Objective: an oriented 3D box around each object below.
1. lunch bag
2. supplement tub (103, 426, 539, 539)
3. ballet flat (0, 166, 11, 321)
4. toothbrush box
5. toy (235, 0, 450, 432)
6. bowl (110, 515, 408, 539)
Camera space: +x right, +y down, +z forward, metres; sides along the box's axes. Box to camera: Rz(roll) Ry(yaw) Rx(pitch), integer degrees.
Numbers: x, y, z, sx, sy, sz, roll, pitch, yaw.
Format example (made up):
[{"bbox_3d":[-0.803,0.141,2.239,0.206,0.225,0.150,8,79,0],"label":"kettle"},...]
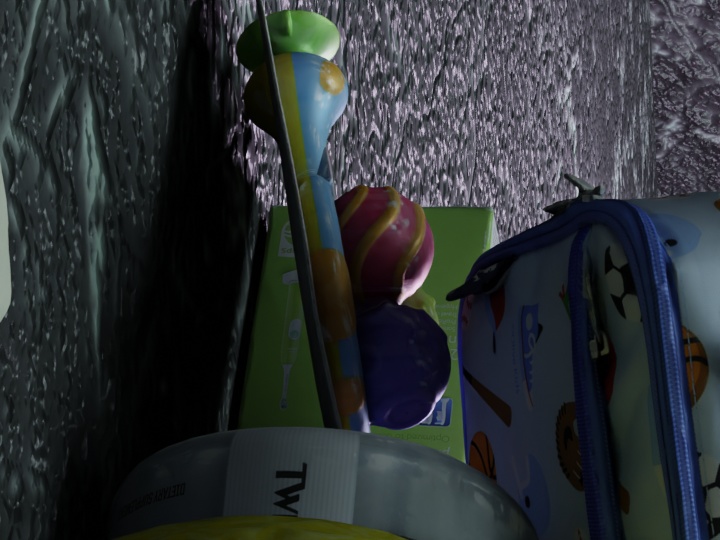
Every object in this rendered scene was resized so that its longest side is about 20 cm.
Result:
[{"bbox_3d":[0.083,0.071,0.668,0.160,0.075,0.201,159,-75,-73],"label":"lunch bag"},{"bbox_3d":[-0.018,0.152,0.610,0.123,0.122,0.201,73,20,-58],"label":"supplement tub"},{"bbox_3d":[-0.089,0.019,0.379,0.076,0.064,0.201,1,90,-80],"label":"ballet flat"},{"bbox_3d":[0.007,0.097,0.850,0.146,0.086,0.200,75,20,-55],"label":"toothbrush box"},{"bbox_3d":[0.000,0.000,0.750,0.115,0.047,0.200,81,-5,-57],"label":"toy"},{"bbox_3d":[0.006,0.136,0.483,0.108,0.200,0.201,-30,-135,48],"label":"bowl"}]
